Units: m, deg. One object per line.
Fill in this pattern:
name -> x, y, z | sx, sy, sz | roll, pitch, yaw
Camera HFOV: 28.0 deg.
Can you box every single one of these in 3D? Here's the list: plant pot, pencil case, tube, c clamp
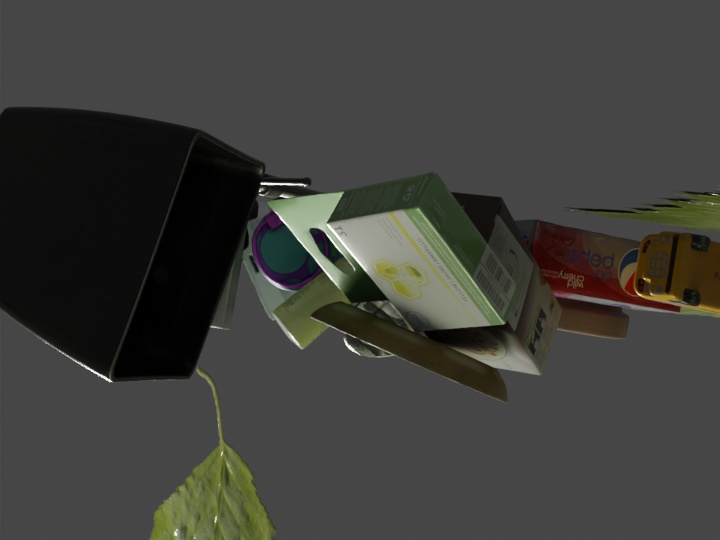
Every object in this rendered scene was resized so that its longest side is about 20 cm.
plant pot -> -0.212, -0.034, 1.185 | 0.177, 0.201, 0.200 | 20, -179, 13
pencil case -> -0.063, -0.027, 1.588 | 0.085, 0.093, 0.200 | -15, 180, 5
tube -> 0.000, 0.000, 1.488 | 0.058, 0.200, 0.052 | 42, 170, 44
plant pot -> 0.049, 0.071, 1.337 | 0.199, 0.028, 0.200 | 24, 178, 1
plant pot -> 0.206, 0.011, 1.607 | 0.200, 0.093, 0.201 | 11, -178, 0
c clamp -> -0.072, -0.076, 1.447 | 0.170, 0.027, 0.200 | 9, 179, 30

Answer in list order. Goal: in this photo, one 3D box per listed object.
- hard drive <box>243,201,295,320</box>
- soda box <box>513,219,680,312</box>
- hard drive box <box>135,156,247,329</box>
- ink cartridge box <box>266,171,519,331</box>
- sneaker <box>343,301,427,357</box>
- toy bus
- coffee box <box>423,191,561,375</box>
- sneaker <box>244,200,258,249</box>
hard drive -> -0.109, -0.015, 1.686 | 0.027, 0.132, 0.200 | -24, -178, 5
soda box -> 0.239, -0.003, 1.488 | 0.199, 0.070, 0.063 | 10, 177, -28
hard drive box -> -0.205, -0.038, 1.312 | 0.199, 0.157, 0.077 | 8, 177, 0
ink cartridge box -> 0.019, -0.009, 1.245 | 0.199, 0.048, 0.146 | -8, 133, 41
sneaker -> 0.062, 0.016, 1.506 | 0.075, 0.200, 0.085 | 54, 173, -16
toy bus -> 0.330, 0.005, 1.395 | 0.078, 0.065, 0.199 | 9, 179, 43
coffee box -> 0.103, 0.012, 1.357 | 0.114, 0.080, 0.200 | 8, 153, 29
sneaker -> -0.164, -0.016, 1.534 | 0.077, 0.070, 0.200 | 12, 144, -12
